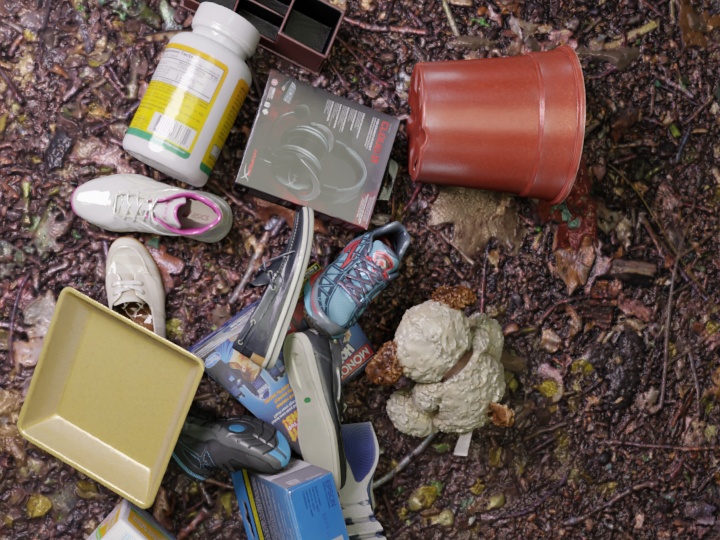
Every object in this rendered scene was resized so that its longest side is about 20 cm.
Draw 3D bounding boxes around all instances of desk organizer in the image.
[{"bbox_3d":[-0.123,-0.332,1.008,0.197,0.077,0.073,24,85,-11],"label":"desk organizer"}]

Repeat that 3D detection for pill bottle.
[{"bbox_3d":[-0.200,-0.216,0.974,0.111,0.113,0.203,25,86,-11],"label":"pill bottle"}]

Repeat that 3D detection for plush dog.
[{"bbox_3d":[0.106,0.117,1.006,0.200,0.160,0.172,-45,116,-7],"label":"plush dog"}]

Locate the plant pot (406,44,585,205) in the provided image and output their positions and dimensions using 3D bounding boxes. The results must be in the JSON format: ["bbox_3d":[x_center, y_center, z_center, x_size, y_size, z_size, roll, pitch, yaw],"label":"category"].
[{"bbox_3d":[0.162,-0.187,1.022,0.191,0.201,0.205,0,90,-5],"label":"plant pot"}]

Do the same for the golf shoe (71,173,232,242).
[{"bbox_3d":[-0.254,-0.080,0.975,0.196,0.091,0.077,5,91,-11],"label":"golf shoe"}]

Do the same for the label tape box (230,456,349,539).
[{"bbox_3d":[-0.084,0.307,0.970,0.062,0.199,0.147,-16,94,-28],"label":"label tape box"}]

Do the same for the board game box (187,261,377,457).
[{"bbox_3d":[-0.086,0.128,1.027,0.199,0.062,0.201,-35,98,-10],"label":"board game box"}]

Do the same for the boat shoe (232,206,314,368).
[{"bbox_3d":[-0.101,0.015,0.958,0.061,0.075,0.203,19,82,-5],"label":"boat shoe"}]

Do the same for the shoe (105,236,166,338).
[{"bbox_3d":[-0.274,0.058,0.989,0.069,0.053,0.204,-11,93,-12],"label":"shoe"}]

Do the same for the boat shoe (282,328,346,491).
[{"bbox_3d":[-0.040,0.170,0.971,0.067,0.071,0.204,-11,92,-43],"label":"boat shoe"}]

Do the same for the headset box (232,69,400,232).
[{"bbox_3d":[-0.048,-0.146,1.027,0.197,0.077,0.151,19,86,-10],"label":"headset box"}]

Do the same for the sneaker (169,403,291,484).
[{"bbox_3d":[-0.171,0.220,0.976,0.197,0.073,0.084,10,98,28],"label":"sneaker"}]

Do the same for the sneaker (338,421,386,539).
[{"bbox_3d":[-0.018,0.308,1.036,0.079,0.116,0.202,1,61,-14],"label":"sneaker"}]

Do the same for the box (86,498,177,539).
[{"bbox_3d":[-0.313,0.393,0.958,0.112,0.101,0.200,43,82,-9],"label":"box"}]

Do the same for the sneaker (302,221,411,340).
[{"bbox_3d":[0.000,0.000,0.983,0.079,0.095,0.201,45,44,-11],"label":"sneaker"}]

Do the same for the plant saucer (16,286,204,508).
[{"bbox_3d":[-0.290,0.146,0.948,0.198,0.048,0.203,26,103,9],"label":"plant saucer"}]
